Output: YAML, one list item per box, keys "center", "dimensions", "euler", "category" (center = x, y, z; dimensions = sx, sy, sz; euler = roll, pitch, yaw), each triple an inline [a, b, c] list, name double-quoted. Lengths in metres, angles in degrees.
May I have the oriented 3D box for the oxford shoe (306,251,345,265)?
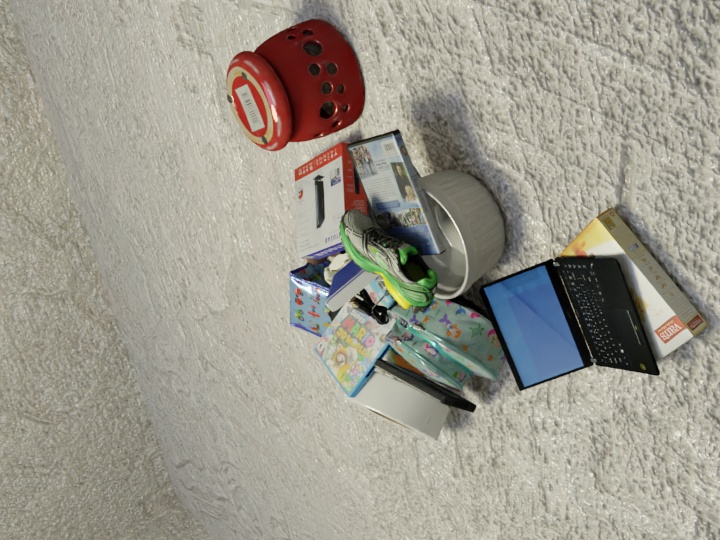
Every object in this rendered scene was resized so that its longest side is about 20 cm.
- center: [-0.056, -0.046, 1.846]
  dimensions: [0.073, 0.071, 0.200]
  euler: [54, 150, 6]
  category: "oxford shoe"

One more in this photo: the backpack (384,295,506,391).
- center: [0.152, 0.113, 1.543]
  dimensions: [0.199, 0.151, 0.177]
  euler: [18, 164, 45]
  category: "backpack"

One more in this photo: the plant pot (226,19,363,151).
- center: [-0.120, -0.317, 1.599]
  dimensions: [0.200, 0.182, 0.201]
  euler: [36, 142, 35]
  category: "plant pot"

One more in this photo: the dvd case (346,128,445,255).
- center: [0.054, -0.116, 1.436]
  dimensions: [0.142, 0.017, 0.201]
  euler: [-2, 113, 60]
  category: "dvd case"

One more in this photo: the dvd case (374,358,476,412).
- center: [0.118, 0.206, 1.625]
  dimensions: [0.142, 0.018, 0.200]
  euler: [27, 178, 25]
  category: "dvd case"

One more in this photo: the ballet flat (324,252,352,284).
- center: [-0.030, -0.002, 1.786]
  dimensions: [0.200, 0.072, 0.068]
  euler: [127, 133, -61]
  category: "ballet flat"

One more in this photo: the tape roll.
- center: [0.073, 0.261, 1.789]
  dimensions: [0.201, 0.071, 0.203]
  euler: [25, 170, 5]
  category: "tape roll"

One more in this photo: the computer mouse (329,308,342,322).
- center: [-0.032, 0.059, 1.809]
  dimensions: [0.200, 0.058, 0.034]
  euler: [96, -179, -59]
  category: "computer mouse"

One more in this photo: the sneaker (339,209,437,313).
- center: [0.050, -0.030, 1.439]
  dimensions: [0.200, 0.078, 0.085]
  euler: [43, 142, 13]
  category: "sneaker"

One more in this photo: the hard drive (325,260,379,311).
- center: [0.000, 0.000, 1.606]
  dimensions: [0.025, 0.132, 0.200]
  euler: [49, -171, -8]
  category: "hard drive"

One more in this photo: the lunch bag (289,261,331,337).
- center: [-0.052, 0.084, 1.949]
  dimensions: [0.199, 0.094, 0.151]
  euler: [30, 138, 28]
  category: "lunch bag"

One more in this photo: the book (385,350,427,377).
- center: [0.106, 0.141, 1.771]
  dimensions: [0.134, 0.048, 0.200]
  euler: [65, 151, 2]
  category: "book"

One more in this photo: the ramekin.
- center: [0.140, -0.065, 1.467]
  dimensions: [0.200, 0.105, 0.201]
  euler: [39, 144, 36]
  category: "ramekin"

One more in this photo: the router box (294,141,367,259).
- center: [-0.057, -0.126, 1.715]
  dimensions: [0.200, 0.049, 0.181]
  euler: [-19, 72, 59]
  category: "router box"

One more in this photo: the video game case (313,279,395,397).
- center: [0.001, 0.120, 1.743]
  dimensions: [0.201, 0.018, 0.143]
  euler: [-55, 49, 17]
  category: "video game case"

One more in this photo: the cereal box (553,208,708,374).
- center: [0.362, 0.031, 1.253]
  dimensions: [0.201, 0.039, 0.144]
  euler: [54, 152, 14]
  category: "cereal box"

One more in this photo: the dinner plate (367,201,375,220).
- center: [0.056, -0.126, 1.641]
  dimensions: [0.200, 0.024, 0.201]
  euler: [38, 143, 36]
  category: "dinner plate"

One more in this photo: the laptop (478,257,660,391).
- center: [0.288, 0.082, 1.278]
  dimensions: [0.200, 0.103, 0.178]
  euler: [4, 121, 63]
  category: "laptop"

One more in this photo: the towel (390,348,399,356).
- center: [0.043, 0.051, 1.774]
  dimensions: [0.147, 0.022, 0.201]
  euler: [38, 135, 46]
  category: "towel"

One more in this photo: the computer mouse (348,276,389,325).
- center: [0.069, 0.009, 1.631]
  dimensions: [0.109, 0.200, 0.044]
  euler: [33, -154, -32]
  category: "computer mouse"
